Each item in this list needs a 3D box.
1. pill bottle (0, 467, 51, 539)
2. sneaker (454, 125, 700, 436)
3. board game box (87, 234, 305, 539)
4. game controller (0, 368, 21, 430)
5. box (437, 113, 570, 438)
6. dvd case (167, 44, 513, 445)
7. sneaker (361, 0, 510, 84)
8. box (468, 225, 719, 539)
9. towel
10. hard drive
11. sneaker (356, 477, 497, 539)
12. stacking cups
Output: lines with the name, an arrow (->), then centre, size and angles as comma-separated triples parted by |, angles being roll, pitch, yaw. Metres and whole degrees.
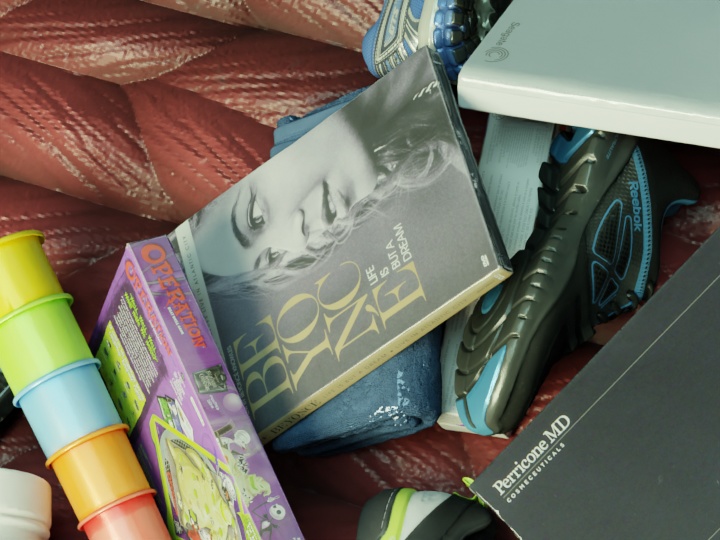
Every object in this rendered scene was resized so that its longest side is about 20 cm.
pill bottle -> -0.209, 0.212, 1.559 | 0.111, 0.111, 0.201 | -5, 71, 14
sneaker -> 0.117, 0.008, 1.539 | 0.082, 0.073, 0.200 | 34, 68, -16
board game box -> -0.090, 0.095, 1.566 | 0.032, 0.120, 0.200 | -16, 66, -22
game controller -> -0.265, 0.087, 1.661 | 0.200, 0.042, 0.104 | -47, 53, -4
box -> 0.078, -0.010, 1.595 | 0.041, 0.039, 0.201 | 6, 74, 18
dvd case -> -0.016, -0.009, 1.565 | 0.200, 0.016, 0.149 | -35, 54, 27
sneaker -> 0.039, -0.191, 1.642 | 0.085, 0.077, 0.200 | -9, 53, 31
box -> 0.194, 0.109, 1.475 | 0.200, 0.104, 0.182 | -46, 68, 7
towel -> 0.000, 0.000, 1.592 | 0.111, 0.048, 0.201 | -17, 63, 37
hard drive -> 0.168, -0.113, 1.559 | 0.199, 0.027, 0.132 | 10, 36, 22
sneaker -> 0.037, 0.204, 1.518 | 0.083, 0.072, 0.201 | 0, 73, 12
stacking cups -> -0.159, 0.077, 1.593 | 0.060, 0.061, 0.200 | -28, 76, 5
